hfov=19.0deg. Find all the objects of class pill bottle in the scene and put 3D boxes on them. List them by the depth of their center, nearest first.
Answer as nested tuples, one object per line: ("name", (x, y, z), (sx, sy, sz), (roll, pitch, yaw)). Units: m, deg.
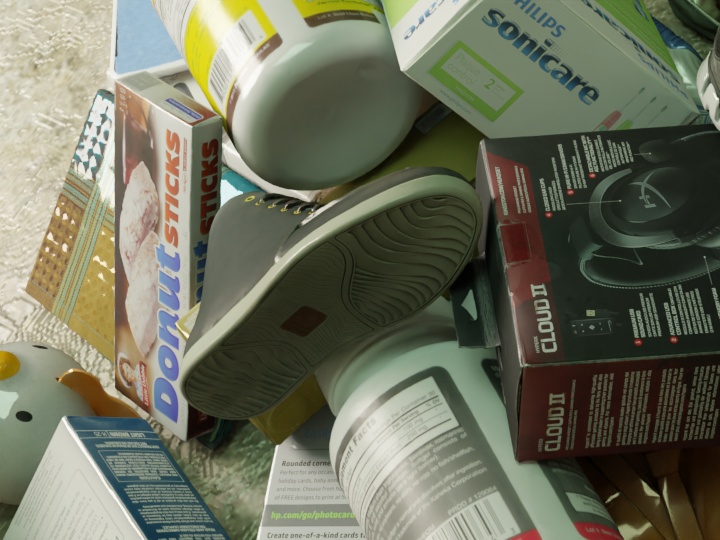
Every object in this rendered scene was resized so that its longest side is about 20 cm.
("pill bottle", (0.051, 0.106, 1.065), (0.111, 0.111, 0.200), (-32, 52, 4))
("pill bottle", (-0.051, -0.143, 1.197), (0.109, 0.109, 0.200), (-33, 50, 3))

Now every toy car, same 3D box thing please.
("toy car", (-0.224, 0.077, 1.244), (0.199, 0.177, 0.185), (-5, 45, 8))

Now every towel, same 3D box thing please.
("towel", (-0.119, -0.005, 1.287), (0.200, 0.022, 0.147), (35, 108, 39))

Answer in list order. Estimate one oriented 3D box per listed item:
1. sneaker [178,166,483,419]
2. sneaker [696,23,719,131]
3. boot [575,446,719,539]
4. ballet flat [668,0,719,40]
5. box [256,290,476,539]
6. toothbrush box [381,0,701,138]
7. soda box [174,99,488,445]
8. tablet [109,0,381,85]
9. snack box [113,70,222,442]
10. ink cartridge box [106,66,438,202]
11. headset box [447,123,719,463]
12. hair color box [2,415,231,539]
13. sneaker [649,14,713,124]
("sneaker", (-0.022, -0.018, 1.077), (0.200, 0.075, 0.106), (-35, 39, 33))
("sneaker", (0.211, -0.064, 0.984), (0.066, 0.091, 0.200), (-13, 49, -11))
("boot", (0.157, 0.066, 1.124), (0.155, 0.077, 0.200), (-37, 58, 5))
("ballet flat", (0.242, -0.137, 1.211), (0.067, 0.064, 0.200), (-46, 52, -7))
("box", (0.030, 0.100, 1.175), (0.155, 0.041, 0.200), (-3, 59, 23))
("toothbrush box", (0.086, -0.145, 1.177), (0.086, 0.145, 0.200), (-45, 30, 19))
("soda box", (0.000, 0.000, 1.185), (0.200, 0.068, 0.064), (-40, 49, -7))
("tablet", (-0.057, -0.180, 1.309), (0.199, 0.014, 0.130), (-12, 50, 12))
("snack box", (-0.108, -0.006, 1.199), (0.024, 0.201, 0.072), (-22, 38, -37))
("ink cartridge box", (-0.034, -0.105, 1.306), (0.200, 0.085, 0.146), (33, 72, 36))
("headset box", (0.143, 0.007, 1.032), (0.199, 0.077, 0.149), (-5, 48, -3))
("hair color box", (-0.113, 0.178, 1.155), (0.200, 0.060, 0.100), (50, 122, 39))
("sneaker", (0.189, -0.062, 1.192), (0.088, 0.075, 0.200), (-47, 42, 2))
